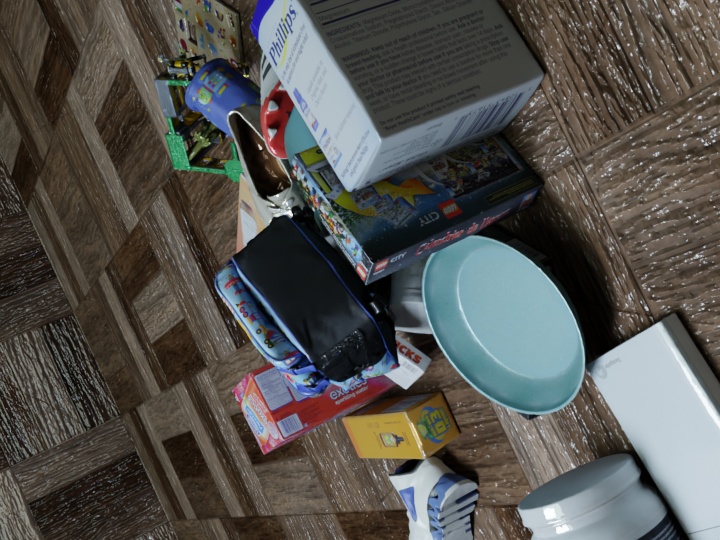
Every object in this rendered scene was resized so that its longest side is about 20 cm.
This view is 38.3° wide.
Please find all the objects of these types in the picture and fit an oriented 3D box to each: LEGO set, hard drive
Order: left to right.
[{"bbox_3d":[-0.203,-0.230,1.475,0.154,0.116,0.200,0,126,27],"label":"LEGO set"},{"bbox_3d":[0.293,0.149,0.932,0.200,0.027,0.132,61,153,11],"label":"hard drive"}]

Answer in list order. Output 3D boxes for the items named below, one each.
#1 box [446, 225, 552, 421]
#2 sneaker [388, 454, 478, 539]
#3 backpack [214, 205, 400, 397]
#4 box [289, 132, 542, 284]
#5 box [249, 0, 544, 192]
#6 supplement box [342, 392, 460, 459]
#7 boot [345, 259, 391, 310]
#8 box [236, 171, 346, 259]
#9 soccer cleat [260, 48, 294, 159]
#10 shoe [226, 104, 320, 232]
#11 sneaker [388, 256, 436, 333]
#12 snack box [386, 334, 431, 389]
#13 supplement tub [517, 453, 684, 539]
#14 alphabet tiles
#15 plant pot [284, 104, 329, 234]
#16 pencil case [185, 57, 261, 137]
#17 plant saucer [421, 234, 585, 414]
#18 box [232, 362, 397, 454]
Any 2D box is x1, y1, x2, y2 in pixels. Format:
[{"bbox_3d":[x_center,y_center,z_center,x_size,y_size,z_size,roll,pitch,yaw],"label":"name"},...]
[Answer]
[{"bbox_3d":[0.144,0.046,1.112,0.143,0.036,0.200,35,141,46],"label":"box"},{"bbox_3d":[0.093,0.317,1.397,0.115,0.081,0.199,47,141,41],"label":"sneaker"},{"bbox_3d":[-0.045,0.054,1.139,0.183,0.135,0.200,50,177,27],"label":"backpack"},{"bbox_3d":[0.053,-0.085,0.986,0.137,0.200,0.038,55,154,22],"label":"box"},{"bbox_3d":[0.029,-0.203,0.953,0.200,0.184,0.105,60,155,12],"label":"box"},{"bbox_3d":[0.051,0.209,1.387,0.067,0.069,0.200,66,155,-2],"label":"supplement box"},{"bbox_3d":[0.000,0.000,1.271,0.097,0.075,0.200,25,138,23],"label":"boot"},{"bbox_3d":[-0.084,-0.031,1.391,0.152,0.106,0.200,49,149,30],"label":"box"},{"bbox_3d":[-0.088,-0.230,1.235,0.085,0.069,0.200,172,99,-72],"label":"soccer cleat"},{"bbox_3d":[-0.109,-0.106,1.245,0.200,0.070,0.053,66,-163,5],"label":"shoe"},{"bbox_3d":[0.067,0.006,1.199,0.200,0.074,0.116,87,-174,-75],"label":"sneaker"},{"bbox_3d":[-0.009,0.072,1.285,0.200,0.024,0.072,35,152,0],"label":"snack box"},{"bbox_3d":[0.251,0.293,1.000,0.200,0.140,0.140,64,154,4],"label":"supplement tub"},{"bbox_3d":[-0.222,-0.356,1.490,0.200,0.008,0.167,40,144,41],"label":"alphabet tiles"},{"bbox_3d":[-0.002,-0.119,1.136,0.141,0.141,0.200,65,161,2],"label":"plant pot"},{"bbox_3d":[-0.126,-0.188,1.320,0.200,0.087,0.078,37,113,13],"label":"pencil case"},{"bbox_3d":[0.147,0.049,1.030,0.200,0.036,0.200,30,137,33],"label":"plant saucer"},{"bbox_3d":[-0.056,0.152,1.384,0.100,0.200,0.095,61,151,9],"label":"box"}]
